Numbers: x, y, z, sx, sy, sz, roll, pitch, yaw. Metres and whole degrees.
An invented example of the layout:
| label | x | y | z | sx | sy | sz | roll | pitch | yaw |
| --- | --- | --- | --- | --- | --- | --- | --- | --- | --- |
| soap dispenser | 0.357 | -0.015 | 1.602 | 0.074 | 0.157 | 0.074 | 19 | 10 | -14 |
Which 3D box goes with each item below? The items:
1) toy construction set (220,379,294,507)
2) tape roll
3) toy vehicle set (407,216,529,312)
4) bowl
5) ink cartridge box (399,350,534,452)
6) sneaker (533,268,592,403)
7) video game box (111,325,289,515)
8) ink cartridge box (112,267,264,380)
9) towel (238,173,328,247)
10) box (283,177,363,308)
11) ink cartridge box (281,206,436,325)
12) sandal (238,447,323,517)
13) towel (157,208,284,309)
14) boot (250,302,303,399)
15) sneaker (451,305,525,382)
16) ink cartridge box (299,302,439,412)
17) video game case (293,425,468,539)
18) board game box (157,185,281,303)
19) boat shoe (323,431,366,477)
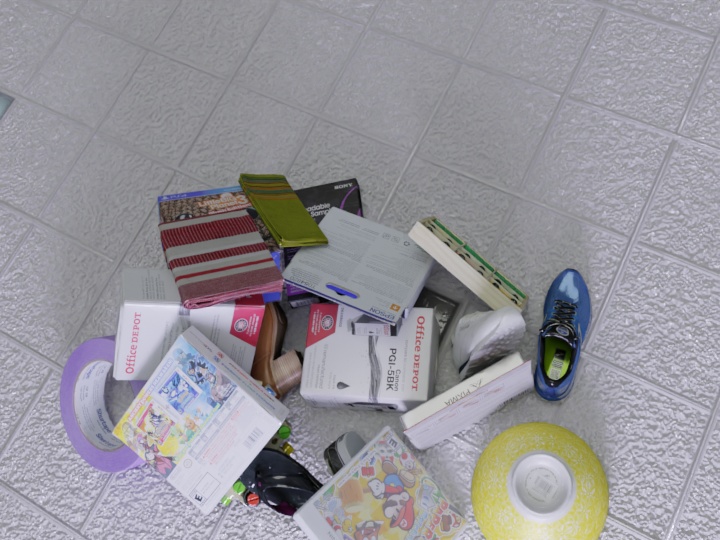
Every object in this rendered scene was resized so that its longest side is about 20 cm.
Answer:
| label | x | y | z | sx | sy | sz | roll | pitch | yaw |
| --- | --- | --- | --- | --- | --- | --- | --- | --- | --- |
| toy construction set | -0.177 | 0.270 | 1.204 | 0.131 | 0.092 | 0.200 | 41 | 98 | -11 |
| tape roll | -0.372 | 0.202 | 1.240 | 0.196 | 0.065 | 0.205 | 2 | 94 | 30 |
| toy vehicle set | 0.166 | -0.005 | 1.216 | 0.199 | 0.124 | 0.027 | 41 | 106 | 7 |
| bowl | 0.248 | 0.302 | 1.112 | 0.195 | 0.108 | 0.205 | -3 | 69 | 9 |
| ink cartridge box | 0.149 | 0.178 | 1.135 | 0.197 | 0.177 | 0.045 | -29 | 65 | 1 |
| sneaker | 0.303 | 0.091 | 1.194 | 0.077 | 0.089 | 0.204 | 9 | 71 | 12 |
| video game box | -0.223 | 0.210 | 1.116 | 0.181 | 0.047 | 0.201 | 39 | 111 | -2 |
| ink cartridge box | -0.248 | 0.079 | 1.151 | 0.196 | 0.147 | 0.084 | 4 | 37 | -21 |
| towel | -0.125 | -0.100 | 1.280 | 0.084 | 0.018 | 0.201 | -5 | 37 | -28 |
| box | -0.060 | -0.048 | 1.346 | 0.140 | 0.036 | 0.204 | -11 | 66 | 6 |
| ink cartridge box | 0.000 | 0.000 | 1.232 | 0.196 | 0.041 | 0.201 | 21 | 43 | 14 |
| sandal | -0.091 | 0.317 | 1.133 | 0.198 | 0.048 | 0.076 | 30 | 102 | 8 |
| towel | -0.203 | -0.020 | 1.149 | 0.141 | 0.023 | 0.201 | -11 | 38 | -19 |
| boot | -0.183 | 0.123 | 1.289 | 0.153 | 0.077 | 0.203 | -27 | 74 | 3 |
| sneaker | 0.173 | 0.092 | 1.161 | 0.075 | 0.201 | 0.082 | -8 | 64 | -19 |
| ink cartridge box | 0.017 | 0.133 | 1.234 | 0.195 | 0.083 | 0.150 | 1 | 68 | 11 |
| video game case | 0.033 | 0.343 | 1.108 | 0.183 | 0.023 | 0.199 | 49 | 52 | 7 |
| board game box | -0.224 | -0.036 | 1.270 | 0.156 | 0.099 | 0.201 | -10 | 38 | -19 |
| boat shoe | 0.014 | 0.336 | 1.170 | 0.063 | 0.070 | 0.202 | -39 | 72 | 29 |
